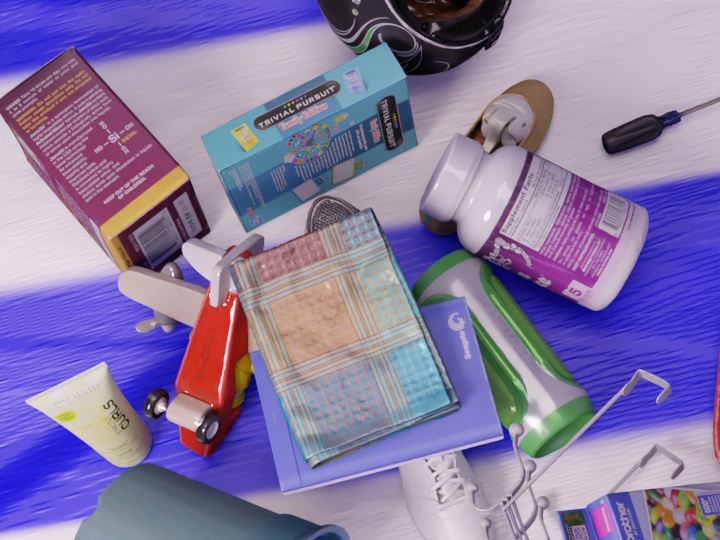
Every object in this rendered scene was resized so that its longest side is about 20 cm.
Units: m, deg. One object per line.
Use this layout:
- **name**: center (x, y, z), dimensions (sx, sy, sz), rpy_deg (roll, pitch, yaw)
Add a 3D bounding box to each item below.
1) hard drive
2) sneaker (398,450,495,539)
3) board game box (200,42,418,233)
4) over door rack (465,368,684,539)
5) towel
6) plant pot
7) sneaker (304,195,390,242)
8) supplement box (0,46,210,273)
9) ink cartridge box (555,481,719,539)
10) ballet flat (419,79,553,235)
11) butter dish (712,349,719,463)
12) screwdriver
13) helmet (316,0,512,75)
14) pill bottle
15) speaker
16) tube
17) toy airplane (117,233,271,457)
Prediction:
- **hard drive**: center (0.013, 0.111, 1.445), dimensions (0.200, 0.025, 0.132), rpy_deg (-15, 71, 1)
- **sneaker**: center (0.065, 0.174, 1.493), dimensions (0.074, 0.116, 0.200), rpy_deg (-23, 70, -5)
- **board game box**: center (-0.046, -0.128, 1.601), dimensions (0.200, 0.151, 0.047), rpy_deg (-28, 68, -5)
- **over door rack**: center (0.188, 0.178, 1.455), dimensions (0.200, 0.148, 0.067), rpy_deg (-33, 52, -8)
- **towel**: center (-0.016, 0.058, 1.432), dimensions (0.147, 0.022, 0.200), rpy_deg (-23, 76, -2)
- **plant pot**: center (-0.142, 0.276, 1.446), dimensions (0.196, 0.200, 0.200), rpy_deg (24, 74, 23)
- **sneaker**: center (0.000, 0.000, 1.579), dimensions (0.081, 0.075, 0.200), rpy_deg (-25, 55, -2)
- **supplement box**: center (-0.256, -0.102, 1.627), dimensions (0.103, 0.131, 0.200), rpy_deg (-39, 71, -10)
- **ink cartridge box**: center (0.276, 0.251, 1.430), dimensions (0.200, 0.042, 0.119), rpy_deg (-2, 66, -26)
- **ballet flat**: center (0.130, -0.121, 1.625), dimensions (0.069, 0.063, 0.200), rpy_deg (31, 75, 18)
- **butter dish**: center (0.429, 0.082, 1.469), dimensions (0.200, 0.148, 0.200), rpy_deg (7, 69, 9)
- **screwdriver**: center (0.337, -0.161, 1.641), dimensions (0.200, 0.029, 0.028), rpy_deg (-20, 68, -5)
- **helmet**: center (0.047, -0.293, 1.634), dimensions (0.200, 0.191, 0.200), rpy_deg (-2, 95, -24)
- **pill bottle**: center (0.162, -0.051, 1.542), dimensions (0.200, 0.112, 0.112), rpy_deg (26, 73, -3)
- **speaker**: center (0.133, 0.077, 1.537), dimensions (0.088, 0.088, 0.200), rpy_deg (-33, 69, -7)
- **tube**: center (-0.242, 0.133, 1.497), dimensions (0.052, 0.200, 0.058), rpy_deg (20, 72, 16)
- **toy airplane**: center (-0.121, 0.056, 1.546), dimensions (0.199, 0.141, 0.200), rpy_deg (-28, 85, 27)
